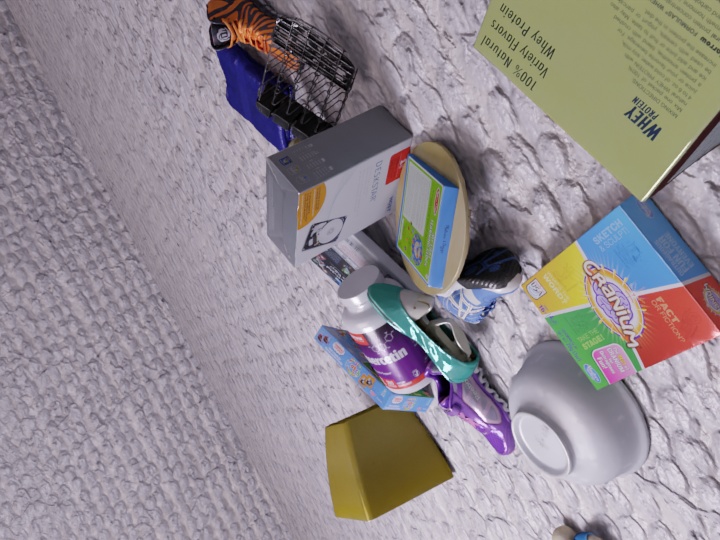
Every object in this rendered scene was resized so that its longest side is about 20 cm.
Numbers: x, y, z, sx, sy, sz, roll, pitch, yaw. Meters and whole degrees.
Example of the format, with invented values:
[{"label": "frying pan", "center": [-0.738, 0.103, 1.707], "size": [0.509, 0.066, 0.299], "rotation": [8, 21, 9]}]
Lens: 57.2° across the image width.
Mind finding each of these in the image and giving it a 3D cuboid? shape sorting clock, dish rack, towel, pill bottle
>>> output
[{"label": "shape sorting clock", "center": [0.095, -0.070, 0.887], "size": [0.200, 0.038, 0.205], "rotation": [177, 90, -72]}, {"label": "dish rack", "center": [-0.078, -0.278, 0.980], "size": [0.152, 0.055, 0.201], "rotation": [33, 144, 3]}, {"label": "towel", "center": [-0.182, -0.315, 1.185], "size": [0.200, 0.049, 0.149], "rotation": [45, 157, 28]}, {"label": "pill bottle", "center": [0.044, 0.094, 1.058], "size": [0.112, 0.112, 0.201], "rotation": [12, 141, 56]}]

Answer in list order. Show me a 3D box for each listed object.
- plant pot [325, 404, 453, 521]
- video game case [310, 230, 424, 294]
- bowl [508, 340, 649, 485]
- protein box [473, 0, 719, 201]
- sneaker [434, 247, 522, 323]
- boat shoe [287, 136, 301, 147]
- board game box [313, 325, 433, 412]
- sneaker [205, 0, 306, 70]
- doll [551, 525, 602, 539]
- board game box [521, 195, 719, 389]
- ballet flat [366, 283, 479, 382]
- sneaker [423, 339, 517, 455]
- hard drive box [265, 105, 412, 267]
[{"label": "plant pot", "center": [0.035, 0.367, 1.319], "size": [0.200, 0.197, 0.180], "rotation": [-38, 71, 63]}, {"label": "video game case", "center": [0.000, 0.000, 1.129], "size": [0.200, 0.023, 0.182], "rotation": [43, 153, -3]}, {"label": "bowl", "center": [0.260, 0.201, 0.853], "size": [0.201, 0.090, 0.203], "rotation": [41, 148, 33]}, {"label": "protein box", "center": [0.220, -0.205, 0.478], "size": [0.199, 0.134, 0.201], "rotation": [49, 151, 20]}, {"label": "sneaker", "center": [0.162, 0.024, 0.884], "size": [0.078, 0.075, 0.200], "rotation": [56, 164, -6]}, {"label": "boat shoe", "center": [-0.053, -0.135, 1.109], "size": [0.076, 0.072, 0.202], "rotation": [11, 136, 52]}, {"label": "board game box", "center": [0.024, 0.179, 1.203], "size": [0.199, 0.037, 0.150], "rotation": [39, -168, 35]}, {"label": "sneaker", "center": [-0.174, -0.367, 1.041], "size": [0.200, 0.111, 0.078], "rotation": [45, 150, 26]}, {"label": "doll", "center": [0.359, 0.440, 0.955], "size": [0.199, 0.048, 0.139], "rotation": [26, 136, 49]}, {"label": "board game box", "center": [0.277, 0.029, 0.709], "size": [0.154, 0.040, 0.200], "rotation": [55, 153, 12]}, {"label": "ballet flat", "center": [0.099, 0.076, 0.959], "size": [0.200, 0.067, 0.070], "rotation": [45, 123, -4]}, {"label": "sneaker", "center": [0.166, 0.205, 1.024], "size": [0.202, 0.088, 0.080], "rotation": [58, 152, 4]}, {"label": "hard drive box", "center": [-0.033, -0.120, 0.935], "size": [0.077, 0.198, 0.157], "rotation": [45, 151, 24]}]
